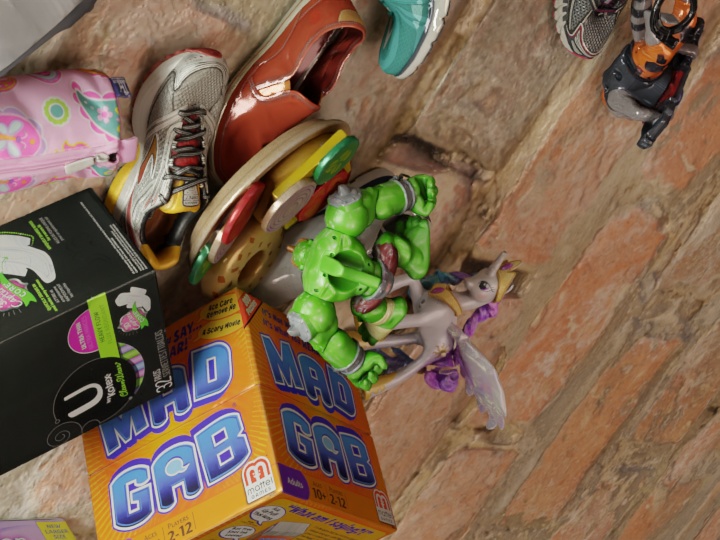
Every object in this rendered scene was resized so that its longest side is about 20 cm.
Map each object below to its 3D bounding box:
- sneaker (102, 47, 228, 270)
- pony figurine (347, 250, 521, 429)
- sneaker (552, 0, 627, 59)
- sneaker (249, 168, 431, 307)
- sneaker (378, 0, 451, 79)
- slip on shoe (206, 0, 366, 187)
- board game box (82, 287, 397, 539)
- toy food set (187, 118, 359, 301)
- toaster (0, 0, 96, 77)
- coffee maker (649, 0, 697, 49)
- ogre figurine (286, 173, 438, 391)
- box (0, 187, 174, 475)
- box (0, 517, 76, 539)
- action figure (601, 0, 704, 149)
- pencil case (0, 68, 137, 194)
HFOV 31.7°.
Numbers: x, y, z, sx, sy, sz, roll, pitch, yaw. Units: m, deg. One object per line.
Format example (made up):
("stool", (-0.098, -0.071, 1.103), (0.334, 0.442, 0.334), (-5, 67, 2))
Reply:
("sneaker", (-0.149, -0.090, 1.051), (0.077, 0.082, 0.202), (-4, 127, -40))
("pony figurine", (0.088, 0.075, 1.408), (0.198, 0.167, 0.195), (-15, 129, -12))
("sneaker", (0.252, -0.298, 1.244), (0.080, 0.075, 0.202), (-12, 134, -36))
("sneaker", (-0.026, -0.021, 1.242), (0.199, 0.081, 0.077), (-36, 145, -9))
("sneaker", (0.035, -0.262, 1.089), (0.079, 0.078, 0.202), (-3, 125, -17))
("slip on shoe", (-0.066, -0.152, 1.090), (0.201, 0.061, 0.074), (-52, 145, 12))
("board game box", (-0.117, 0.174, 1.190), (0.198, 0.202, 0.200), (-28, 148, 20))
("toy food set", (-0.077, -0.055, 1.125), (0.200, 0.049, 0.198), (-43, 170, -7))
("toaster", (-0.261, -0.199, 0.811), (0.199, 0.114, 0.130), (-39, 141, -5))
("coffee maker", (0.239, -0.334, 1.089), (0.193, 0.200, 0.134), (-51, 141, 6))
("ogre figurine", (0.000, 0.000, 1.162), (0.119, 0.098, 0.201), (18, 112, -42))
("box", (-0.272, 0.056, 1.039), (0.198, 0.124, 0.150), (-25, 140, -23))
("box", (-0.385, 0.351, 1.243), (0.175, 0.097, 0.201), (11, 116, -49))
("action figure", (0.315, -0.243, 1.359), (0.201, 0.104, 0.194), (-60, 173, -39))
("pencil case", (-0.268, -0.096, 0.930), (0.198, 0.087, 0.088), (-13, 134, -34))
